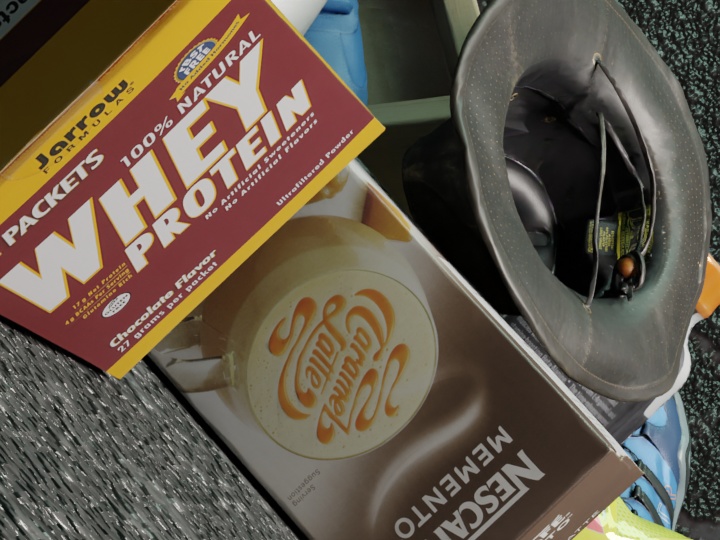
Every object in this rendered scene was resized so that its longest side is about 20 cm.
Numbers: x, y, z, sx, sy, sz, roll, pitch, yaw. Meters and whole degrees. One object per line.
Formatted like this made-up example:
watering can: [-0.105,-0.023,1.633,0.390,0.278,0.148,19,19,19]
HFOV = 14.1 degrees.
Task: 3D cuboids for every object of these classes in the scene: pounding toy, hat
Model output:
pounding toy: [-0.043,-0.066,1.377,0.184,0.200,0.142,-102,-174,-48]
hat: [0.071,-0.035,1.232,0.200,0.081,0.201,16,70,-53]

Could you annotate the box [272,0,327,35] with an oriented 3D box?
box: [-0.091,-0.151,1.215,0.152,0.200,0.106,18,-20,47]

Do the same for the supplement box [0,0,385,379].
supplement box: [-0.124,-0.094,0.964,0.200,0.133,0.197,48,2,19]

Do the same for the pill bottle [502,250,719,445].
pill bottle: [0.086,0.050,1.398,0.106,0.200,0.106,47,3,-3]

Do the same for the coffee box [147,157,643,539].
coffee box: [0.001,0.041,1.151,0.200,0.114,0.080,47,2,17]

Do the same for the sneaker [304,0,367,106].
sneaker: [-0.033,-0.136,1.278,0.066,0.079,0.200,13,36,-26]

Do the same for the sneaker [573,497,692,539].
sneaker: [0.063,0.075,1.233,0.200,0.090,0.078,27,-10,-10]

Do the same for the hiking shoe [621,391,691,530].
hiking shoe: [0.133,0.121,1.508,0.087,0.074,0.200,27,59,-76]
